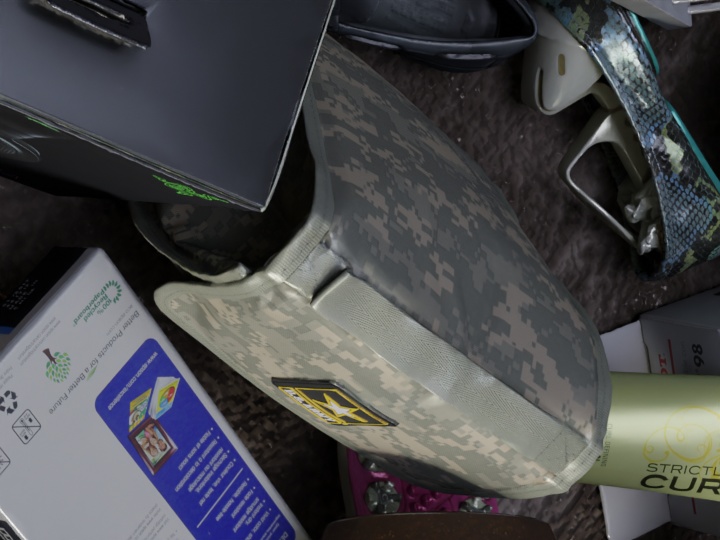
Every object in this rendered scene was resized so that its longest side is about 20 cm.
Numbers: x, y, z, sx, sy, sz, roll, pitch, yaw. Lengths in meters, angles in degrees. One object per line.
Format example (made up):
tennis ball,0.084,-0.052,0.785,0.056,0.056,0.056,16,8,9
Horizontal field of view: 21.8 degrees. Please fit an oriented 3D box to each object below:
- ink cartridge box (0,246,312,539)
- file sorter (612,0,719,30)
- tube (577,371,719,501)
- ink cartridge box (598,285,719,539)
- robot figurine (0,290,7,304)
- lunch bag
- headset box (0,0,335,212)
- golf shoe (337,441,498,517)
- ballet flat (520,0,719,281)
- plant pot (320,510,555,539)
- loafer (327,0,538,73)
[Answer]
ink cartridge box,-0.088,0.096,0.744,0.100,0.039,0.201,-50,122,-30
file sorter,0.171,-0.192,0.825,0.200,0.123,0.141,-6,90,-70
tube,0.148,0.077,0.890,0.198,0.058,0.052,6,58,-7
ink cartridge box,0.215,0.066,0.969,0.198,0.066,0.117,-18,104,-29
robot figurine,-0.195,0.035,0.720,0.145,0.058,0.201,-47,116,-21
lunch bag,0.000,0.000,0.745,0.164,0.200,0.118,37,102,-29
headset box,-0.127,-0.094,0.669,0.173,0.199,0.094,23,82,-31
golf shoe,0.032,0.153,0.864,0.075,0.091,0.202,-18,80,-30
ballet flat,0.117,-0.078,0.901,0.074,0.074,0.201,-40,109,-23
plant pot,0.031,0.201,0.735,0.185,0.186,0.202,8,74,-32
loafer,-0.009,-0.138,0.813,0.199,0.070,0.069,18,86,-31
